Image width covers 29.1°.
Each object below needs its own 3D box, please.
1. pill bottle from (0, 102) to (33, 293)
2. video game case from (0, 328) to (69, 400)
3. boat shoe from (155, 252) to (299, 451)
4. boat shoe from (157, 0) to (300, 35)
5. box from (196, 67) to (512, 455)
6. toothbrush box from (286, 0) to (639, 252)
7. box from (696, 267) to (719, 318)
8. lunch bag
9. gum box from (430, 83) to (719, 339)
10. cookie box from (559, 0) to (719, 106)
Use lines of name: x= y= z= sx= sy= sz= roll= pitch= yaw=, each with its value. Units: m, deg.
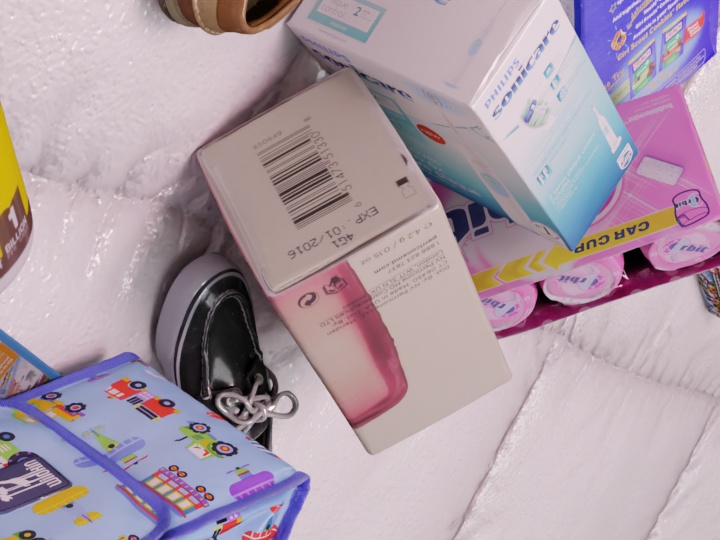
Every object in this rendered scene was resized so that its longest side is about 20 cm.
pill bottle: x=-0.203 y=-0.076 z=0.555 sx=0.109 sy=0.109 sz=0.200 roll=-37 pitch=141 yaw=-31
video game case: x=-0.231 y=0.090 z=0.730 sx=0.143 sy=0.018 sz=0.200 roll=-53 pitch=146 yaw=-11
boat shoe: x=-0.082 y=0.083 z=0.877 sx=0.074 sy=0.068 sz=0.200 roll=-26 pitch=134 yaw=-41
boat shoe: x=-0.021 y=-0.195 z=0.739 sx=0.200 sy=0.074 sz=0.076 roll=-50 pitch=146 yaw=-14
box: x=0.000 y=0.000 z=0.845 sx=0.109 sy=0.128 sz=0.200 roll=-29 pitch=142 yaw=-1
toothbrush box: x=0.069 y=-0.111 z=0.860 sx=0.085 sy=0.146 sz=0.200 roll=-56 pitch=148 yaw=-7
box: x=0.431 y=-0.056 z=1.486 sx=0.200 sy=0.038 sz=0.137 roll=-53 pitch=147 yaw=-11
lunch bag: x=-0.152 y=0.126 z=0.708 sx=0.200 sy=0.150 sz=0.094 roll=-7 pitch=120 yaw=-51
gum box: x=0.149 y=-0.037 z=0.973 sx=0.199 sy=0.114 sz=0.066 roll=-19 pitch=147 yaw=15
cookie box: x=0.187 y=-0.207 z=1.007 sx=0.171 sy=0.075 sz=0.200 roll=-40 pitch=143 yaw=-26
